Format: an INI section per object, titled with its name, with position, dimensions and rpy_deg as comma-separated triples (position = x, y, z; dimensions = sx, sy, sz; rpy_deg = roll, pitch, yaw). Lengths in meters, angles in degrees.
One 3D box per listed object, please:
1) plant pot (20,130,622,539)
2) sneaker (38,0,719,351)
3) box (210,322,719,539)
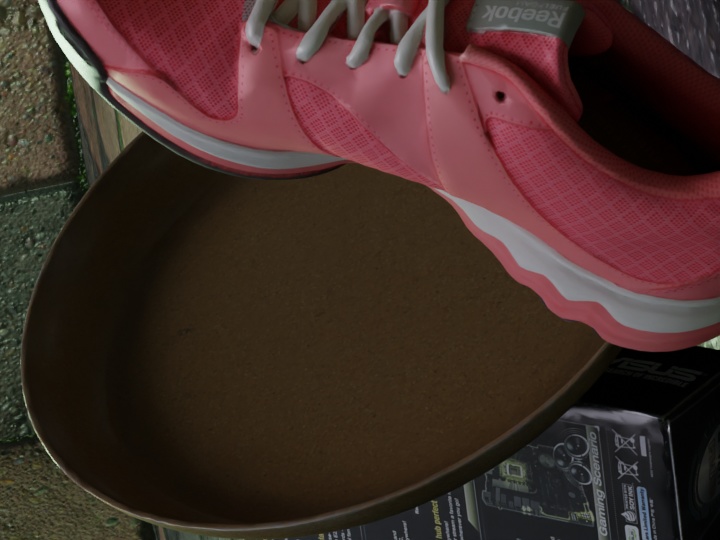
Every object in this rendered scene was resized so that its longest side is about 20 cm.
[plant pot]
position = 0.000, 0.000, 0.827
dimensions = 0.028, 0.200, 0.200
rpy_deg = 60, -175, -40
[sneaker]
position = 0.021, -0.055, 0.710
dimensions = 0.087, 0.200, 0.074
rpy_deg = 125, 167, -65
[box]
position = 0.043, 0.111, 0.860
dimensions = 0.160, 0.043, 0.201
rpy_deg = 9, 117, 38
